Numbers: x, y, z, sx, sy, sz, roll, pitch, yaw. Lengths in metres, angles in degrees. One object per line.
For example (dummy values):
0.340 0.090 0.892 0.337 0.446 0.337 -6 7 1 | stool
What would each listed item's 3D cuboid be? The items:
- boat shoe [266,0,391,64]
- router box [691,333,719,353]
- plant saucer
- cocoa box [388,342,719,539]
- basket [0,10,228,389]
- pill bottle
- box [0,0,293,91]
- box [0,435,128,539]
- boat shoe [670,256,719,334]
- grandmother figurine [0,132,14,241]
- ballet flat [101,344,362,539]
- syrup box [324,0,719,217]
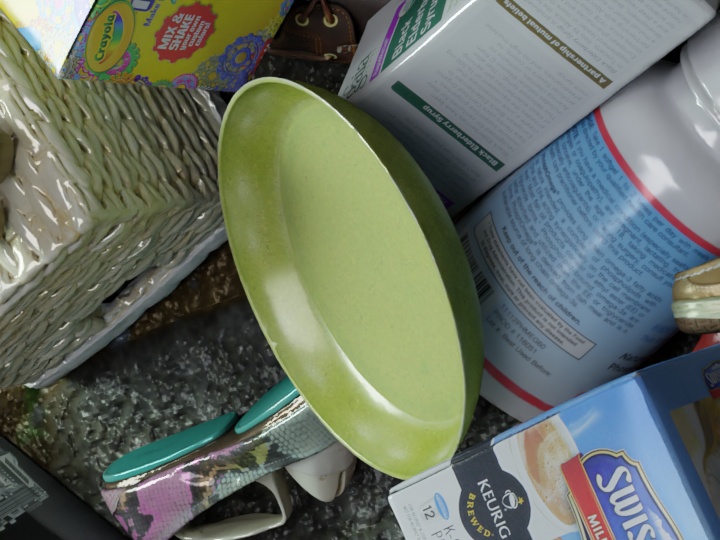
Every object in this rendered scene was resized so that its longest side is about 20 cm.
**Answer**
-0.026 -0.136 1.398 0.200 0.070 0.071 1 94 28 | boat shoe
0.206 0.148 1.314 0.200 0.049 0.180 38 113 20 | router box
0.000 0.000 1.304 0.200 0.031 0.200 43 146 39 | plant saucer
0.132 0.112 1.207 0.131 0.200 0.134 -28 82 29 | cocoa box
-0.193 -0.060 1.453 0.198 0.161 0.200 -39 76 29 | basket
0.126 -0.025 1.303 0.200 0.109 0.109 -44 75 27 | pill bottle
-0.103 -0.221 1.318 0.193 0.122 0.200 50 121 32 | box
-0.204 0.152 1.489 0.200 0.158 0.050 37 113 21 | box
0.226 -0.028 1.234 0.200 0.072 0.076 -17 94 -5 | boat shoe
-0.264 -0.064 1.369 0.200 0.061 0.122 15 95 26 | grandmother figurine
-0.049 0.096 1.451 0.200 0.069 0.071 -30 100 33 | ballet flat
0.077 -0.114 1.281 0.081 0.079 0.200 37 136 -17 | syrup box
